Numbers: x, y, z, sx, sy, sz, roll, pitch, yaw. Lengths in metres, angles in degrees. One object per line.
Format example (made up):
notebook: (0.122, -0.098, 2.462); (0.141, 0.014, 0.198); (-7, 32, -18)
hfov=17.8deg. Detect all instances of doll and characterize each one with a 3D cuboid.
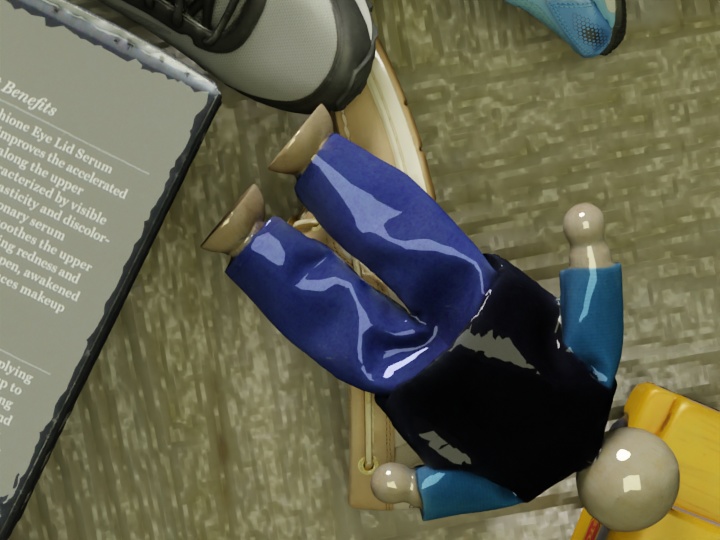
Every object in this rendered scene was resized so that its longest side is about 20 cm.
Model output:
doll: (0.041, 0.026, 0.861); (0.200, 0.048, 0.137); (41, 98, -4)

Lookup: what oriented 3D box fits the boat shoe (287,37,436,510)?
boat shoe: (0.000, 0.000, 0.915); (0.069, 0.074, 0.201); (-13, 90, -1)

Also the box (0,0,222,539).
box: (-0.139, -0.002, 0.869); (0.104, 0.148, 0.201); (26, 90, -4)

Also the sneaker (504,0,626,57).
sneaker: (0.017, -0.140, 0.919); (0.200, 0.078, 0.090); (34, 103, 3)

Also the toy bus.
toy bus: (0.107, 0.150, 0.927); (0.065, 0.078, 0.201); (22, 91, -5)

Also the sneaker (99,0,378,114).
sneaker: (-0.083, -0.122, 0.879); (0.200, 0.079, 0.074); (36, 118, 8)
